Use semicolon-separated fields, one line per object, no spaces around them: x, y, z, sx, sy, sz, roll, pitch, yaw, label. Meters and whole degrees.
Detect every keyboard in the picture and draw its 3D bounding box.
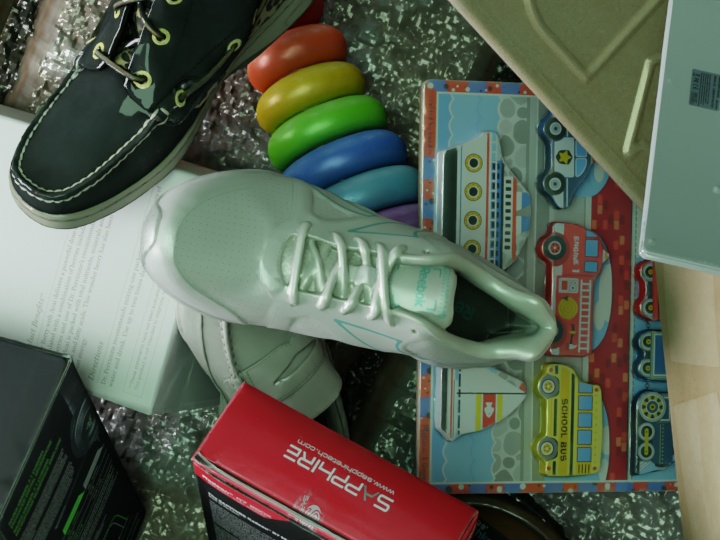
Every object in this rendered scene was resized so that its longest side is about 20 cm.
0.157;-0.076;0.910;0.056;0.011;0.200;9;50;5;keyboard

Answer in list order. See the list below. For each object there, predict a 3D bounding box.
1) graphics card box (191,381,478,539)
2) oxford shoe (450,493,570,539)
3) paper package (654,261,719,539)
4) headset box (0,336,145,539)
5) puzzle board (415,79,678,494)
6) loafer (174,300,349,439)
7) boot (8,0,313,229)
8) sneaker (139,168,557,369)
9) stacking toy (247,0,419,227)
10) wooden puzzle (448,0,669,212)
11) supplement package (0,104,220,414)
-0.011;0.136;1.006;0.125;0.200;0.051;27;66;13;graphics card box
0.112;0.177;1.031;0.200;0.084;0.073;32;96;11;oxford shoe
0.240;0.046;0.956;0.190;0.103;0.201;-6;88;-14;paper package
-0.219;0.098;1.047;0.174;0.200;0.093;14;63;15;headset box
0.101;0.009;1.030;0.150;0.017;0.201;1;90;-17;puzzle board
-0.040;0.044;1.025;0.070;0.200;0.070;25;59;30;loafer
-0.099;-0.129;0.963;0.073;0.154;0.204;34;69;21;boot
0.000;0.000;0.938;0.200;0.080;0.071;13;87;-26;sneaker
-0.020;-0.073;1.070;0.085;0.085;0.201;-25;80;13;stacking toy
0.154;-0.138;1.002;0.200;0.046;0.185;44;85;-15;wooden puzzle
-0.160;-0.014;1.082;0.199;0.120;0.122;18;94;14;supplement package
